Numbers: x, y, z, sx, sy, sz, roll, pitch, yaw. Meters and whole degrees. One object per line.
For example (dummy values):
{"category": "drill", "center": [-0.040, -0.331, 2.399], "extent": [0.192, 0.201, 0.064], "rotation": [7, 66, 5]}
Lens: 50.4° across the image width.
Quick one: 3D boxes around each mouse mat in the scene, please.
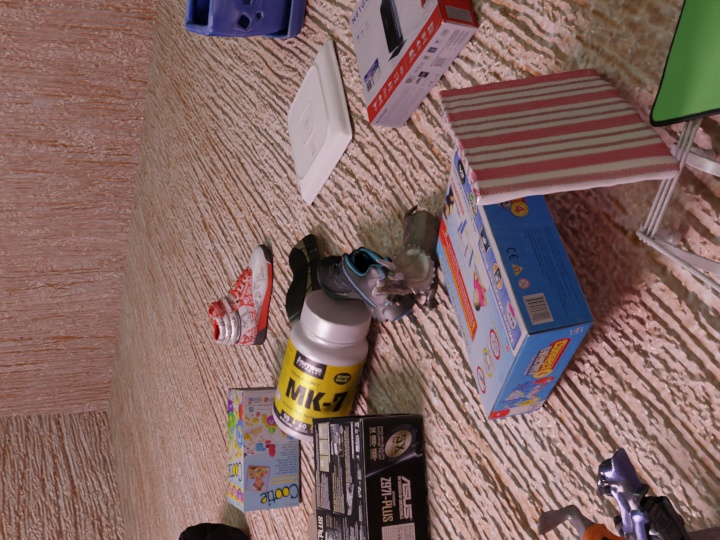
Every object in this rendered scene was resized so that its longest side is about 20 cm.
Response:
{"category": "mouse mat", "center": [0.255, -0.196, 0.495], "extent": [0.161, 0.008, 0.201], "rotation": [-151, 76, -81]}

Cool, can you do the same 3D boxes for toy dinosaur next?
{"category": "toy dinosaur", "center": [0.071, -0.020, 0.887], "extent": [0.102, 0.077, 0.200], "rotation": [102, -171, -46]}

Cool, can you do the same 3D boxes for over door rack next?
{"category": "over door rack", "center": [0.258, -0.049, 0.487], "extent": [0.200, 0.066, 0.148], "rotation": [-96, 18, -67]}

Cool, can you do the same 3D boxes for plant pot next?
{"category": "plant pot", "center": [-0.197, -0.509, 1.354], "extent": [0.200, 0.179, 0.201], "rotation": [35, 119, 59]}

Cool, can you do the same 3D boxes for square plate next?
{"category": "square plate", "center": [-0.076, -0.242, 1.261], "extent": [0.200, 0.028, 0.199], "rotation": [129, 136, -53]}

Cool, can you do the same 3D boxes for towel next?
{"category": "towel", "center": [0.146, -0.108, 0.610], "extent": [0.200, 0.146, 0.030], "rotation": [-96, -3, -56]}

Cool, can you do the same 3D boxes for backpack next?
{"category": "backpack", "center": [-0.313, 0.611, 1.588], "extent": [0.127, 0.166, 0.200], "rotation": [-87, 14, -49]}

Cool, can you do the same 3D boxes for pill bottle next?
{"category": "pill bottle", "center": [-0.054, 0.135, 1.092], "extent": [0.114, 0.114, 0.201], "rotation": [-126, 44, -51]}

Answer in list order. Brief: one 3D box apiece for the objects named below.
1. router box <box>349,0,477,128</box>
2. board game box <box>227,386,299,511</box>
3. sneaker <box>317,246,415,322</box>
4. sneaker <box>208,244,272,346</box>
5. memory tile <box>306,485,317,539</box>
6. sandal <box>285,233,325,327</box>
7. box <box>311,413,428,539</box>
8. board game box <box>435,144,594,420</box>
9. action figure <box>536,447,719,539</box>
{"category": "router box", "center": [0.058, -0.310, 0.960], "extent": [0.200, 0.049, 0.180], "rotation": [132, 133, -54]}
{"category": "board game box", "center": [-0.171, 0.307, 1.340], "extent": [0.103, 0.105, 0.201], "rotation": [166, 105, -64]}
{"category": "sneaker", "center": [0.000, 0.000, 1.015], "extent": [0.200, 0.073, 0.082], "rotation": [20, 137, 55]}
{"category": "sneaker", "center": [-0.234, 0.048, 1.481], "extent": [0.067, 0.108, 0.202], "rotation": [-157, 71, -63]}
{"category": "memory tile", "center": [-0.046, 0.405, 1.174], "extent": [0.153, 0.017, 0.201], "rotation": [35, 119, 60]}
{"category": "sandal", "center": [-0.072, 0.019, 1.207], "extent": [0.080, 0.057, 0.201], "rotation": [-28, 37, 20]}
{"category": "box", "center": [0.009, 0.288, 0.984], "extent": [0.164, 0.086, 0.201], "rotation": [156, 113, -62]}
{"category": "board game box", "center": [0.129, 0.009, 0.705], "extent": [0.196, 0.056, 0.201], "rotation": [91, 167, -61]}
{"category": "action figure", "center": [0.219, 0.198, 0.539], "extent": [0.193, 0.104, 0.201], "rotation": [-16, 99, 58]}
